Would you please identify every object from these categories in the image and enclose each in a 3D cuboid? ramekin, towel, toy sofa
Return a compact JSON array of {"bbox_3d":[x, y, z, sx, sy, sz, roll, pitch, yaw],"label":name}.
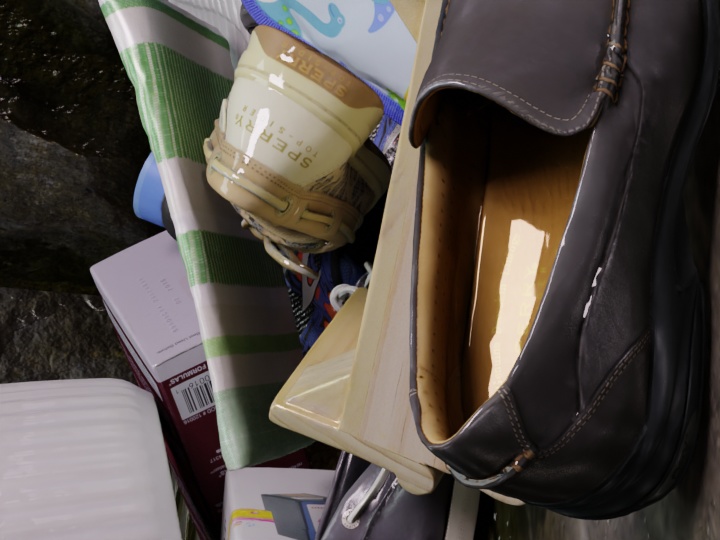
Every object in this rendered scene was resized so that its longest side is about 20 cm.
[{"bbox_3d":[-0.137,0.145,0.944,0.200,0.104,0.202,170,90,-82],"label":"ramekin"},{"bbox_3d":[-0.062,-0.017,0.848,0.153,0.023,0.201,11,-115,-80],"label":"towel"},{"bbox_3d":[0.040,-0.026,0.645,0.083,0.097,0.201,-55,-20,-51],"label":"toy sofa"}]

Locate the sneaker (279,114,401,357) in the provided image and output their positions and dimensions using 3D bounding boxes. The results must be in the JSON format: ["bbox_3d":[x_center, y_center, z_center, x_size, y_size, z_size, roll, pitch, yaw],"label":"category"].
[{"bbox_3d":[0.000,0.000,0.903,0.079,0.075,0.201,-101,16,-54],"label":"sneaker"}]

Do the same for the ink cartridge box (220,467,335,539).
[{"bbox_3d":[-0.022,0.184,0.886,0.200,0.087,0.146,-113,28,-79],"label":"ink cartridge box"}]

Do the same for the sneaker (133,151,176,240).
[{"bbox_3d":[-0.028,-0.050,1.014,0.200,0.078,0.070,-32,-34,-50],"label":"sneaker"}]

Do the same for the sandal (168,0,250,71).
[{"bbox_3d":[-0.050,-0.119,0.963,0.203,0.050,0.083,-135,31,-60],"label":"sandal"}]

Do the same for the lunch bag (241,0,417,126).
[{"bbox_3d":[0.019,-0.169,0.724,0.171,0.127,0.201,104,151,-43],"label":"lunch bag"}]

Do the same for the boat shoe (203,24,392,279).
[{"bbox_3d":[-0.032,-0.038,0.759,0.063,0.073,0.200,-59,-7,-8],"label":"boat shoe"}]

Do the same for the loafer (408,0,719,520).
[{"bbox_3d":[0.046,-0.040,0.501,0.073,0.072,0.201,-15,71,39],"label":"loafer"}]

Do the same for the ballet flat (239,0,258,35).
[{"bbox_3d":[-0.013,-0.130,0.897,0.200,0.056,0.067,-45,-54,-80],"label":"ballet flat"}]

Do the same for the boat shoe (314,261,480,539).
[{"bbox_3d":[0.019,0.021,0.767,0.073,0.062,0.201,140,136,-83],"label":"boat shoe"}]

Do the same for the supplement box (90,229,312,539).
[{"bbox_3d":[-0.069,0.088,1.026,0.109,0.061,0.201,49,160,53],"label":"supplement box"}]

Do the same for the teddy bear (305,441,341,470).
[{"bbox_3d":[-0.024,0.036,1.073,0.200,0.066,0.146,-107,21,-71],"label":"teddy bear"}]
